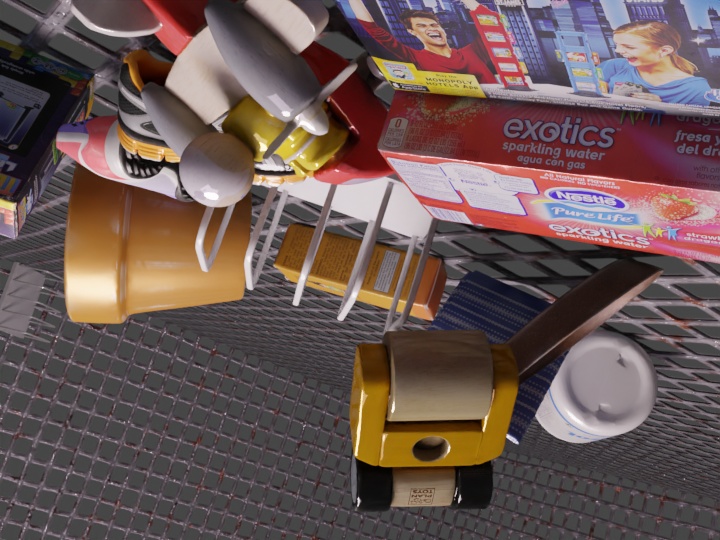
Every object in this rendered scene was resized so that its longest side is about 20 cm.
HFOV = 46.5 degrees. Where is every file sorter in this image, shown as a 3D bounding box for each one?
[{"bbox_3d":[-0.039,-0.035,0.766,0.200,0.125,0.139,20,166,-2],"label":"file sorter"},{"bbox_3d":[-0.955,0.097,2.450,0.124,0.200,0.139,10,165,18],"label":"file sorter"}]

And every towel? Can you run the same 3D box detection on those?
[{"bbox_3d":[0.141,0.085,0.896,0.145,0.200,0.024,24,136,19],"label":"towel"}]

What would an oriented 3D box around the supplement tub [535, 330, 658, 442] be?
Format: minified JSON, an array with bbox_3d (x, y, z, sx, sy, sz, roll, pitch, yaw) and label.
[{"bbox_3d":[0.302,0.158,1.105,0.132,0.132,0.200,17,167,8],"label":"supplement tub"}]

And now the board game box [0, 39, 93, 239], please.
[{"bbox_3d":[-0.357,-0.135,0.719,0.200,0.165,0.057,21,144,-8],"label":"board game box"}]

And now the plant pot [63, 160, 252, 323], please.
[{"bbox_3d":[-0.218,-0.035,0.937,0.183,0.200,0.200,5,169,-10],"label":"plant pot"}]

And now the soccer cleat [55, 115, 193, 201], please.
[{"bbox_3d":[-0.203,-0.107,0.788,0.073,0.068,0.200,10,-179,12],"label":"soccer cleat"}]

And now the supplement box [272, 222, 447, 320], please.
[{"bbox_3d":[0.000,0.000,1.016,0.200,0.069,0.067,13,165,17],"label":"supplement box"}]

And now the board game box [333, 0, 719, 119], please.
[{"bbox_3d":[0.073,-0.142,0.337,0.200,0.062,0.200,12,164,27],"label":"board game box"}]

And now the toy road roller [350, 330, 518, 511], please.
[{"bbox_3d":[0.050,0.110,0.735,0.123,0.146,0.200,0,129,-7],"label":"toy road roller"}]

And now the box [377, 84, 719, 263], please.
[{"bbox_3d":[0.125,-0.075,0.463,0.200,0.096,0.100,11,166,28],"label":"box"}]

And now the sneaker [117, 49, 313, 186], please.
[{"bbox_3d":[-0.098,-0.121,0.646,0.200,0.078,0.077,7,134,5],"label":"sneaker"}]

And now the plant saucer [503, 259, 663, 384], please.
[{"bbox_3d":[0.189,0.051,0.775,0.034,0.200,0.200,52,174,14],"label":"plant saucer"}]

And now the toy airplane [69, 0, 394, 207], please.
[{"bbox_3d":[-0.079,-0.110,0.501,0.199,0.141,0.200,15,168,21],"label":"toy airplane"}]
